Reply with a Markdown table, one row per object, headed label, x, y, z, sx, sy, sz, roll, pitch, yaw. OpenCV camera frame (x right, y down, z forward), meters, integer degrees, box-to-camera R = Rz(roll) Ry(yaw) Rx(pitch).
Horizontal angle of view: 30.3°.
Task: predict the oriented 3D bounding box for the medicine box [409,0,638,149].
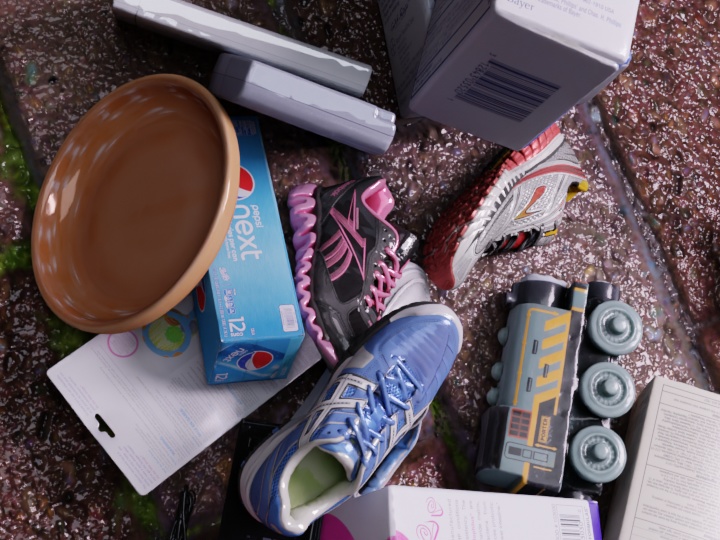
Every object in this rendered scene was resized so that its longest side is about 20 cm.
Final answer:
| label | x | y | z | sx | sy | sz | roll | pitch | yaw |
| --- | --- | --- | --- | --- | --- | --- | --- | --- | --- |
| medicine box | 0.130 | -0.221 | 0.986 | 0.102 | 0.182 | 0.202 | 19 | 71 | -11 |

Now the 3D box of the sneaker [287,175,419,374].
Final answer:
| label | x | y | z | sx | sy | sz | roll | pitch | yaw |
| --- | --- | --- | --- | --- | --- | --- | --- | --- | --- |
| sneaker | 0.000 | 0.000 | 1.015 | 0.095 | 0.079 | 0.201 | -14 | 49 | 7 |

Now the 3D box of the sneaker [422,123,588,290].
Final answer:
| label | x | y | z | sx | sy | sz | roll | pitch | yaw |
| --- | --- | --- | --- | --- | --- | --- | --- | --- | --- |
| sneaker | 0.127 | -0.047 | 1.101 | 0.082 | 0.078 | 0.200 | 50 | 56 | -6 |

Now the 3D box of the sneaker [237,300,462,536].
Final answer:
| label | x | y | z | sx | sy | sz | roll | pitch | yaw |
| --- | --- | --- | --- | --- | --- | --- | --- | --- | --- |
| sneaker | 0.002 | 0.107 | 0.917 | 0.076 | 0.077 | 0.200 | 42 | 88 | -19 |

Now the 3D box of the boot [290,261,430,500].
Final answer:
| label | x | y | z | sx | sy | sz | roll | pitch | yaw |
| --- | --- | --- | --- | --- | --- | --- | --- | --- | --- |
| boot | 0.022 | 0.087 | 1.024 | 0.074 | 0.095 | 0.201 | 43 | 69 | -42 |

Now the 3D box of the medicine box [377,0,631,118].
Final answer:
| label | x | y | z | sx | sy | sz | roll | pitch | yaw |
| --- | --- | --- | --- | --- | --- | --- | --- | --- | --- |
| medicine box | 0.114 | -0.246 | 1.149 | 0.181 | 0.103 | 0.202 | -7 | 78 | -18 |

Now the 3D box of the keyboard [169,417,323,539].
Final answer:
| label | x | y | z | sx | sy | sz | roll | pitch | yaw |
| --- | --- | --- | --- | --- | --- | --- | --- | --- | --- |
| keyboard | -0.091 | 0.210 | 0.974 | 0.126 | 0.021 | 0.202 | 7 | 78 | 20 |

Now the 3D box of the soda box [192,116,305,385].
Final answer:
| label | x | y | z | sx | sy | sz | roll | pitch | yaw |
| --- | --- | --- | --- | --- | --- | --- | --- | --- | --- |
| soda box | -0.096 | -0.019 | 1.009 | 0.064 | 0.068 | 0.201 | -3 | 58 | -18 |

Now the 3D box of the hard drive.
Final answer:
| label | x | y | z | sx | sy | sz | roll | pitch | yaw |
| --- | --- | --- | --- | --- | --- | --- | --- | --- | --- |
| hard drive | -0.097 | -0.181 | 1.055 | 0.198 | 0.132 | 0.027 | 17 | 94 | -11 |

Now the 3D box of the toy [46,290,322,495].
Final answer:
| label | x | y | z | sx | sy | sz | roll | pitch | yaw |
| --- | --- | --- | --- | --- | --- | --- | --- | --- | --- |
| toy | -0.127 | 0.073 | 1.020 | 0.200 | 0.047 | 0.115 | -37 | 82 | -27 |

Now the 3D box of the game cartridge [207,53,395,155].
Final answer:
| label | x | y | z | sx | sy | sz | roll | pitch | yaw |
| --- | --- | --- | --- | --- | --- | --- | --- | --- | --- |
| game cartridge | -0.051 | -0.129 | 1.023 | 0.132 | 0.200 | 0.041 | 23 | 94 | -10 |

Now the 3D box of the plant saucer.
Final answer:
| label | x | y | z | sx | sy | sz | roll | pitch | yaw |
| --- | --- | --- | --- | --- | --- | --- | --- | --- | --- |
| plant saucer | -0.163 | -0.047 | 0.988 | 0.037 | 0.199 | 0.202 | 30 | 62 | -50 |

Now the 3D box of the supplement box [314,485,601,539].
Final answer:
| label | x | y | z | sx | sy | sz | roll | pitch | yaw |
| --- | --- | --- | --- | --- | --- | --- | --- | --- | --- |
| supplement box | 0.075 | 0.221 | 0.975 | 0.199 | 0.103 | 0.102 | 12 | 65 | -35 |

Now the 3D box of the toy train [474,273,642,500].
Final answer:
| label | x | y | z | sx | sy | sz | roll | pitch | yaw |
| --- | --- | --- | --- | --- | --- | --- | --- | --- | --- |
| toy train | 0.160 | 0.097 | 1.083 | 0.113 | 0.085 | 0.202 | 12 | 72 | -3 |

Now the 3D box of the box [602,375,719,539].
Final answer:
| label | x | y | z | sx | sy | sz | roll | pitch | yaw |
| --- | --- | --- | --- | --- | --- | --- | --- | --- | --- |
| box | 0.248 | 0.198 | 1.061 | 0.094 | 0.078 | 0.201 | 18 | 65 | 4 |
